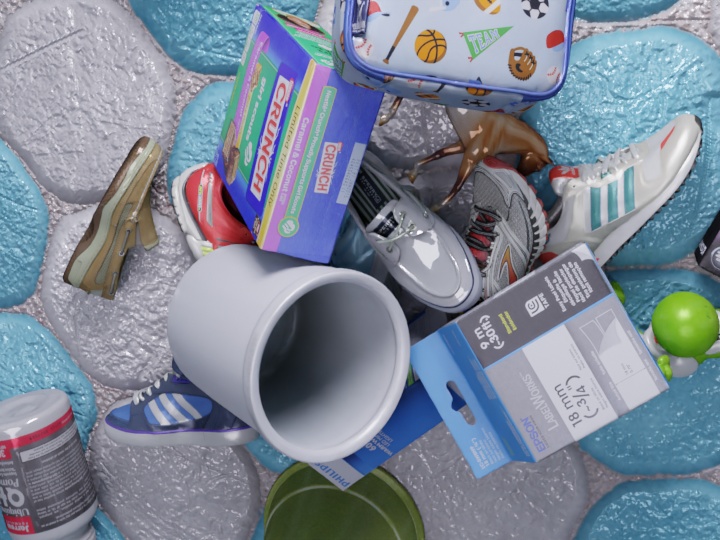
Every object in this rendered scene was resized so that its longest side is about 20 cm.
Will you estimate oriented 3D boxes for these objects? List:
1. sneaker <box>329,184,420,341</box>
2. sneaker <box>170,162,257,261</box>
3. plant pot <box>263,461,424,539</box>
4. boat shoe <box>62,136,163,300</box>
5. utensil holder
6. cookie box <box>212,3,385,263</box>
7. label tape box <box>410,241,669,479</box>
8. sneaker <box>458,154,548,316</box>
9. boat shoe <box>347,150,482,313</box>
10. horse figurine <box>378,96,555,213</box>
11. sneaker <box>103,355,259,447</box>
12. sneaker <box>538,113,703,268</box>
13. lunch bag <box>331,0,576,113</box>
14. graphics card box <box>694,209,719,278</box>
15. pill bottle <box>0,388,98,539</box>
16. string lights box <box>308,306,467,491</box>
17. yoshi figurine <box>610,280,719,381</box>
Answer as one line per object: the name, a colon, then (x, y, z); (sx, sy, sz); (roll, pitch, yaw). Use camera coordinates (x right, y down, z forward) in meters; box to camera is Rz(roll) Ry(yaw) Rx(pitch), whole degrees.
sneaker: (0.000, 0.000, 0.985); (0.081, 0.074, 0.204); (22, 102, 22)
sneaker: (-0.130, -0.019, 1.008); (0.084, 0.077, 0.203); (-22, 103, 10)
plant pot: (-0.041, 0.335, 1.031); (0.196, 0.190, 0.204); (4, 108, 12)
boat shoe: (-0.252, -0.052, 1.039); (0.075, 0.072, 0.201); (29, 120, -12)
utensil holder: (-0.077, 0.067, 0.906); (0.199, 0.168, 0.173); (18, 118, 53)
cookie box: (-0.064, -0.132, 0.884); (0.074, 0.200, 0.174); (9, 114, -27)
label tape box: (0.152, 0.088, 0.853); (0.198, 0.063, 0.146); (-32, 87, 12)
sneaker: (0.126, -0.012, 0.901); (0.078, 0.081, 0.203); (38, 143, 47)
boat shoe: (0.030, -0.038, 0.883); (0.074, 0.066, 0.200); (-50, 63, 13)
horse figurine: (0.084, -0.153, 0.918); (0.131, 0.050, 0.202); (-31, 92, 10)
sneaker: (-0.203, 0.117, 1.071); (0.196, 0.080, 0.150); (-1, 99, 18)
sneaker: (0.230, -0.079, 0.894); (0.093, 0.071, 0.201); (37, 115, -5)
lunch bag: (0.071, -0.216, 0.754); (0.196, 0.076, 0.164); (8, 88, -11)
graphics card box: (0.409, -0.066, 0.864); (0.124, 0.051, 0.202); (28, 112, 4)
pill bottle: (-0.377, 0.255, 1.135); (0.109, 0.111, 0.204); (-7, 105, 16)
string lights box: (0.033, 0.128, 0.988); (0.199, 0.103, 0.059); (-39, 117, 22)
yoshi figurine: (0.261, 0.068, 0.916); (0.197, 0.112, 0.114); (-17, 96, 16)
